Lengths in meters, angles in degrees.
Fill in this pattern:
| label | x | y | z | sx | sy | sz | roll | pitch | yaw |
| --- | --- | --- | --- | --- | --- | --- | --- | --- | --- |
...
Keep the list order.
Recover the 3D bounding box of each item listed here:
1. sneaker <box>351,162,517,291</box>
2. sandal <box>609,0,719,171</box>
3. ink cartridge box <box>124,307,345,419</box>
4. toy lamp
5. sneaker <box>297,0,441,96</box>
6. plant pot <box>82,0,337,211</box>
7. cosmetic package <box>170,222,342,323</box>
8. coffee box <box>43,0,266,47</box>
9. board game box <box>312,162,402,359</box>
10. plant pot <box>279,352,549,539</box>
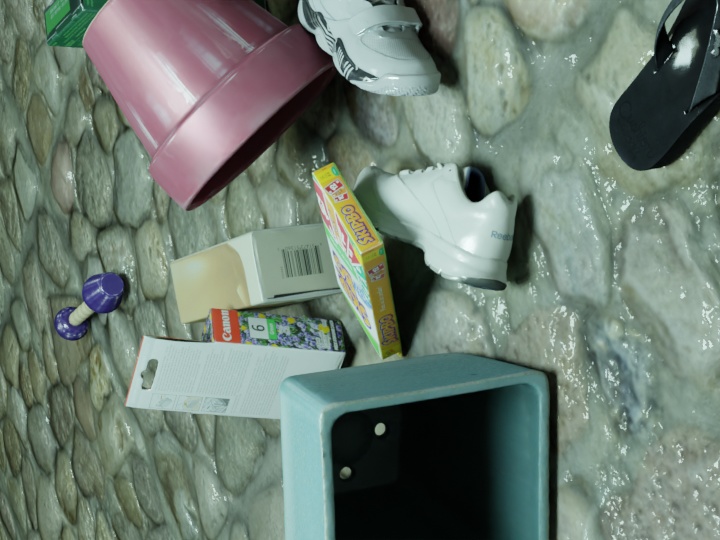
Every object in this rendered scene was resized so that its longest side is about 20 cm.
| label | x | y | z | sx | sy | sz | roll | pitch | yaw |
| --- | --- | --- | --- | --- | --- | --- | --- | --- | --- |
| sneaker | 0.066 | -0.053 | 1.101 | 0.200 | 0.074 | 0.087 | 33 | 108 | 47 |
| sandal | 0.215 | -0.138 | 0.846 | 0.076 | 0.043 | 0.200 | 59 | 142 | 31 |
| ink cartridge box | -0.125 | 0.092 | 1.301 | 0.050 | 0.200 | 0.109 | -102 | 26 | -44 |
| toy lamp | -0.375 | 0.049 | 1.831 | 0.200 | 0.058 | 0.058 | -36 | 67 | 56 |
| sneaker | 0.010 | -0.232 | 1.121 | 0.200 | 0.075 | 0.115 | 51 | 140 | 44 |
| plant pot | -0.149 | -0.186 | 1.216 | 0.179 | 0.200 | 0.200 | 47 | 144 | -2 |
| cosmetic package | -0.106 | 0.005 | 1.343 | 0.200 | 0.105 | 0.071 | -16 | 83 | 60 |
| coffee box | -0.210 | -0.261 | 1.351 | 0.123 | 0.200 | 0.044 | -16 | 78 | 60 |
| board game box | 0.000 | 0.000 | 1.165 | 0.096 | 0.030 | 0.200 | 59 | 172 | 32 |
| plant pot | 0.024 | 0.167 | 1.107 | 0.200 | 0.196 | 0.196 | -157 | 62 | -65 |
